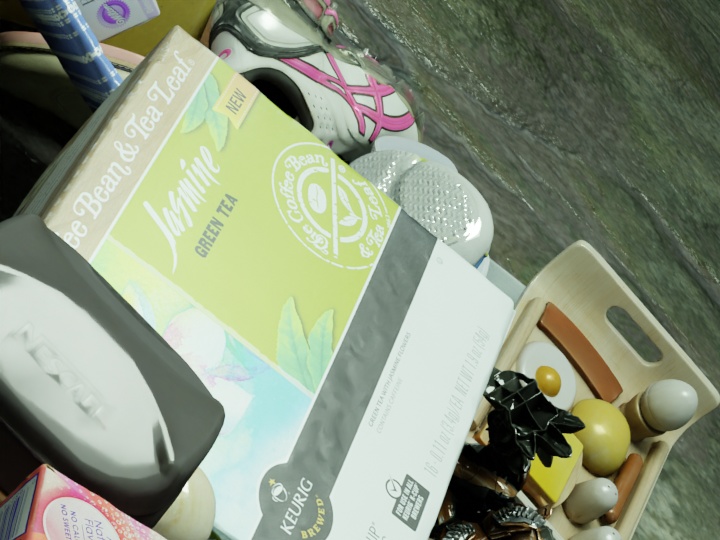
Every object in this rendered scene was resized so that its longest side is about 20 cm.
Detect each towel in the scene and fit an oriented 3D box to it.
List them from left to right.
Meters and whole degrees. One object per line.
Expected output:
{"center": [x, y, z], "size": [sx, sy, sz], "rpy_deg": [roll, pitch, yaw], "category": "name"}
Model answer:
{"center": [-0.138, -0.120, 0.860], "size": [0.201, 0.024, 0.145], "rpy_deg": [58, -8, -15], "category": "towel"}

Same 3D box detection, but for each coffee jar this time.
{"center": [-0.137, 0.078, 0.569], "size": [0.104, 0.200, 0.085], "rpy_deg": [46, 25, -4], "category": "coffee jar"}

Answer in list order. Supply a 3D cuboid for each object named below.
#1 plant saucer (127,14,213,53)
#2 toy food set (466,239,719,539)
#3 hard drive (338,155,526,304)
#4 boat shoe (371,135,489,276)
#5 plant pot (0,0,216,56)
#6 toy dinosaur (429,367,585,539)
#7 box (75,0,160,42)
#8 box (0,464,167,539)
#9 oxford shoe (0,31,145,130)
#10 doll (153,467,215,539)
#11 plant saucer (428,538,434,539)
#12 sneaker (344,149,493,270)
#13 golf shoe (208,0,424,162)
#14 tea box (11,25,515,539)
{"center": [-0.095, -0.102, 1.088], "size": [0.200, 0.037, 0.201], "rpy_deg": [37, 28, -23], "category": "plant saucer"}
{"center": [0.139, 0.091, 1.087], "size": [0.144, 0.060, 0.200], "rpy_deg": [48, 42, -11], "category": "toy food set"}
{"center": [0.052, 0.021, 1.146], "size": [0.200, 0.033, 0.140], "rpy_deg": [37, 28, -21], "category": "hard drive"}
{"center": [0.027, -0.008, 1.017], "size": [0.073, 0.066, 0.200], "rpy_deg": [19, 24, -5], "category": "boat shoe"}
{"center": [-0.152, -0.265, 0.995], "size": [0.195, 0.200, 0.195], "rpy_deg": [12, 40, -30], "category": "plant pot"}
{"center": [0.046, 0.114, 0.937], "size": [0.102, 0.136, 0.200], "rpy_deg": [-35, 61, -21], "category": "toy dinosaur"}
{"center": [-0.158, -0.201, 0.897], "size": [0.042, 0.039, 0.200], "rpy_deg": [-112, 176, -47], "category": "box"}
{"center": [-0.112, 0.162, 0.489], "size": [0.094, 0.200, 0.103], "rpy_deg": [36, 27, -22], "category": "box"}
{"center": [-0.111, -0.065, 0.971], "size": [0.199, 0.074, 0.071], "rpy_deg": [23, -12, -10], "category": "oxford shoe"}
{"center": [-0.073, 0.160, 0.601], "size": [0.048, 0.136, 0.201], "rpy_deg": [2, 85, -18], "category": "doll"}
{"center": [0.046, 0.208, 0.763], "size": [0.200, 0.029, 0.201], "rpy_deg": [-12, 90, -77], "category": "plant saucer"}
{"center": [0.000, 0.000, 0.891], "size": [0.076, 0.199, 0.105], "rpy_deg": [-50, 126, -26], "category": "sneaker"}
{"center": [-0.030, -0.098, 1.075], "size": [0.200, 0.072, 0.093], "rpy_deg": [42, 63, -50], "category": "golf shoe"}
{"center": [-0.068, 0.049, 0.742], "size": [0.196, 0.134, 0.200], "rpy_deg": [38, 43, -13], "category": "tea box"}
